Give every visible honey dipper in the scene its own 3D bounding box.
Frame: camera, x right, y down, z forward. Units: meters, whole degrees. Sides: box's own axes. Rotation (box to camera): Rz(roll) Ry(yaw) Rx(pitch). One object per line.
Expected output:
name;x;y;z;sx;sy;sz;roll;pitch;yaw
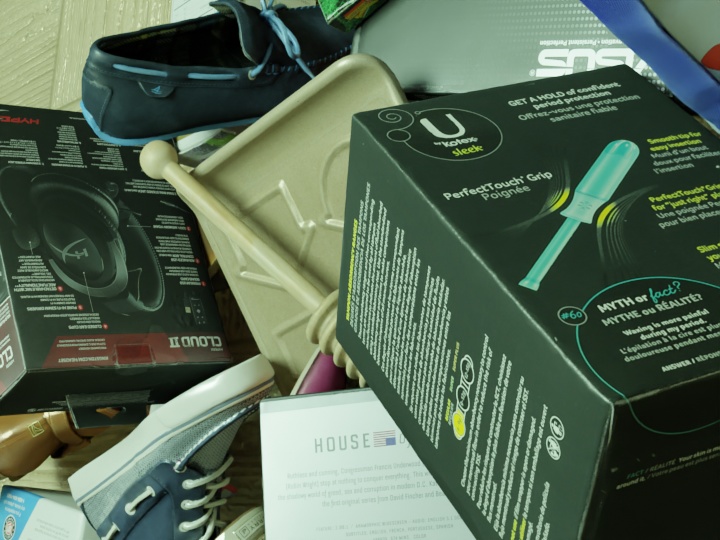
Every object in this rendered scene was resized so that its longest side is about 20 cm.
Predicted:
honey dipper;-0.054;-0.010;0.717;0.200;0.038;0.038;41;113;23

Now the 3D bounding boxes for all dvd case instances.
dvd case;0.024;0.158;0.642;0.148;0.025;0.203;-7;76;16

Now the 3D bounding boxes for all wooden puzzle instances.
wooden puzzle;0.000;0.000;0.728;0.185;0.046;0.201;-29;91;44

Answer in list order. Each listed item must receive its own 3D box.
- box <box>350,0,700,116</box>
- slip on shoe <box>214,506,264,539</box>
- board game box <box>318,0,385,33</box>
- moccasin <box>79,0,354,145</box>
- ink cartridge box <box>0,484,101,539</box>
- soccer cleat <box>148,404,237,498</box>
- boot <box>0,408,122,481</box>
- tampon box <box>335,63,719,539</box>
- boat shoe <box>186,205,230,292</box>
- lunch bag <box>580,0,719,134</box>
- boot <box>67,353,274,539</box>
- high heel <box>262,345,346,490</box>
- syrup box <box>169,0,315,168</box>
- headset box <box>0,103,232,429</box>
box;0.094;-0.181;0.672;0.198;0.047;0.196;7;83;37
slip on shoe;-0.098;0.230;0.822;0.061;0.076;0.200;46;122;11
board game box;0.042;-0.227;0.679;0.199;0.023;0.106;-36;64;27
moccasin;-0.075;-0.132;0.796;0.081;0.199;0.069;46;147;32
ink cartridge box;-0.218;0.270;0.938;0.144;0.084;0.203;1;79;52
soccer cleat;-0.117;0.068;0.901;0.076;0.067;0.203;-10;68;27
boot;-0.231;0.110;1.006;0.153;0.200;0.074;-26;99;10
tampon box;0.097;0.023;0.536;0.200;0.148;0.127;-127;33;-46
boat shoe;-0.056;-0.045;0.841;0.199;0.070;0.071;-32;66;45
lunch bag;0.141;-0.172;0.516;0.123;0.169;0.202;-2;60;53
boot;-0.102;0.129;0.797;0.200;0.072;0.091;-37;81;42
high heel;-0.013;0.143;0.726;0.067;0.095;0.202;-47;-28;-78
syrup box;-0.084;-0.170;0.909;0.081;0.078;0.203;-17;66;47
headset box;-0.177;0.002;0.817;0.077;0.148;0.202;-35;65;43
